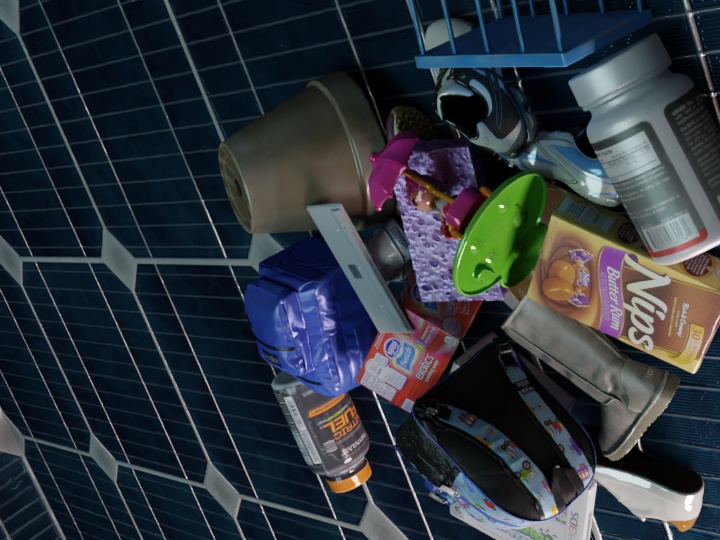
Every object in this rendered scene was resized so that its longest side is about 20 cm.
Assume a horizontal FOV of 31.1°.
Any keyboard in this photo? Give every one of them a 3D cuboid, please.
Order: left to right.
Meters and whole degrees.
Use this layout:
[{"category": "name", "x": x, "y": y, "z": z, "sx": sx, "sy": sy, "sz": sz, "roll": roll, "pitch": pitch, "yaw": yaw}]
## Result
[{"category": "keyboard", "x": 0.000, "y": 0.000, "z": 1.568, "sx": 0.056, "sy": 0.011, "sz": 0.201, "roll": 3, "pitch": 131, "yaw": 47}]

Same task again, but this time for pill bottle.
[{"category": "pill bottle", "x": -0.052, "y": 0.239, "z": 1.988, "sx": 0.106, "sy": 0.106, "sz": 0.201, "roll": -4, "pitch": 114, "yaw": 53}, {"category": "pill bottle", "x": 0.289, "y": -0.118, "z": 1.248, "sx": 0.114, "sy": 0.114, "sz": 0.201, "roll": -21, "pitch": 99, "yaw": 56}]

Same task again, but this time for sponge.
[{"category": "sponge", "x": 0.103, "y": -0.057, "z": 1.518, "sx": 0.111, "sy": 0.030, "sz": 0.201, "roll": -1, "pitch": 119, "yaw": 29}]

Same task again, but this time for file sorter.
[{"category": "file sorter", "x": 0.157, "y": -0.278, "z": 1.269, "sx": 0.199, "sy": 0.138, "sz": 0.123, "roll": 9, "pitch": 120, "yaw": 49}]

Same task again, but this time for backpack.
[{"category": "backpack", "x": -0.064, "y": 0.078, "z": 1.818, "sx": 0.162, "sy": 0.167, "sz": 0.201, "roll": 26, "pitch": 139, "yaw": 55}, {"category": "backpack", "x": 0.160, "y": 0.207, "z": 1.488, "sx": 0.200, "sy": 0.182, "sz": 0.135, "roll": 45, "pitch": 144, "yaw": 15}]

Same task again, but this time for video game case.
[{"category": "video game case", "x": 0.200, "y": 0.288, "z": 1.635, "sx": 0.199, "sy": 0.024, "sz": 0.183, "roll": 25, "pitch": 137, "yaw": 29}]

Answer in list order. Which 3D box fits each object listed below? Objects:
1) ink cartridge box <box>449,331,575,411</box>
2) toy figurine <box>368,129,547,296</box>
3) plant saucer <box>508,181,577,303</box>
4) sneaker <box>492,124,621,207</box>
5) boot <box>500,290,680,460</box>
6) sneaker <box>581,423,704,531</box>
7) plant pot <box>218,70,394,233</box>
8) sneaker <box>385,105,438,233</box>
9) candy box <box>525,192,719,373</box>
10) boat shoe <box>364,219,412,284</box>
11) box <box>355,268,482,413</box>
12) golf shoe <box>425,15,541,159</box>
[{"category": "ink cartridge box", "x": 0.177, "y": 0.202, "z": 1.680, "sx": 0.146, "sy": 0.086, "sz": 0.201, "roll": 40, "pitch": 142, "yaw": 22}, {"category": "toy figurine", "x": 0.095, "y": -0.077, "z": 1.420, "sx": 0.184, "sy": 0.151, "sz": 0.200, "roll": 36, "pitch": -177, "yaw": 28}, {"category": "plant saucer", "x": 0.228, "y": -0.020, "z": 1.477, "sx": 0.200, "sy": 0.035, "sz": 0.201, "roll": 33, "pitch": 140, "yaw": 33}, {"category": "sneaker", "x": 0.214, "y": -0.128, "z": 1.391, "sx": 0.200, "sy": 0.072, "sz": 0.073, "roll": 28, "pitch": 105, "yaw": 45}, {"category": "boot", "x": 0.247, "y": 0.116, "z": 1.485, "sx": 0.199, "sy": 0.073, "sz": 0.182, "roll": 28, "pitch": 138, "yaw": 5}, {"category": "sneaker", "x": 0.315, "y": 0.255, "z": 1.558, "sx": 0.199, "sy": 0.073, "sz": 0.085, "roll": 25, "pitch": 133, "yaw": 37}, {"category": "plant pot", "x": -0.075, "y": -0.126, "z": 1.603, "sx": 0.200, "sy": 0.173, "sz": 0.201, "roll": 160, "pitch": 90, "yaw": -74}, {"category": "sneaker", "x": 0.060, "y": -0.104, "z": 1.590, "sx": 0.090, "sy": 0.075, "sz": 0.201, "roll": -1, "pitch": 115, "yaw": 48}, {"category": "candy box", "x": 0.284, "y": 0.013, "z": 1.362, "sx": 0.199, "sy": 0.057, "sz": 0.117, "roll": 24, "pitch": 132, "yaw": 15}, {"category": "boat shoe", "x": 0.024, "y": -0.013, "z": 1.649, "sx": 0.071, "sy": 0.070, "sz": 0.200, "roll": 57, "pitch": 175, "yaw": 3}, {"category": "box", "x": 0.077, "y": 0.087, "z": 1.685, "sx": 0.099, "sy": 0.096, "sz": 0.200, "roll": 29, "pitch": 142, "yaw": 5}, {"category": "golf shoe", "x": 0.112, "y": -0.206, "z": 1.388, "sx": 0.200, "sy": 0.094, "sz": 0.078, "roll": 57, "pitch": 131, "yaw": 32}]
